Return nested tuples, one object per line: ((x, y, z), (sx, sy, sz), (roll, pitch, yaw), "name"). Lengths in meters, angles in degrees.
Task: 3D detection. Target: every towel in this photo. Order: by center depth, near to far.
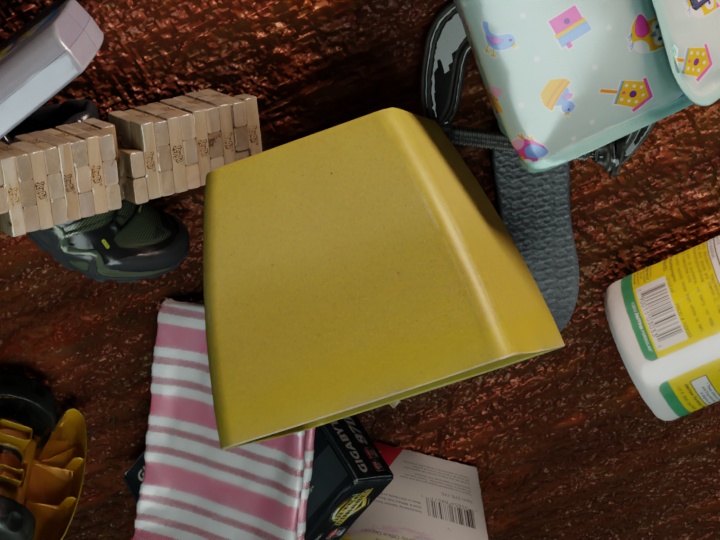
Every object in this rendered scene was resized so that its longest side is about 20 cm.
((-0.100, 0.131, 1.607), (0.146, 0.030, 0.201), (12, 100, 32), "towel")

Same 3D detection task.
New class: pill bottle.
((0.290, 0.023, 1.606), (0.199, 0.113, 0.113), (-25, 128, 15), "pill bottle")

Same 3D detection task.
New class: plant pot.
((0.000, 0.000, 1.447), (0.199, 0.200, 0.177), (-19, 85, 14), "plant pot")

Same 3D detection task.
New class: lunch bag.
((0.164, -0.182, 1.414), (0.199, 0.122, 0.171), (-20, 114, 2), "lunch bag")

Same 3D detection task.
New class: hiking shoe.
((-0.196, -0.063, 1.513), (0.199, 0.076, 0.101), (25, 127, -23), "hiking shoe")

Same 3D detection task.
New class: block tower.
((-0.165, -0.074, 1.462), (0.199, 0.058, 0.054), (-16, 111, -28), "block tower")

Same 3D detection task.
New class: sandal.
((0.123, -0.028, 1.598), (0.076, 0.043, 0.201), (1, 119, -6), "sandal")

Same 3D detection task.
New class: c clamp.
((0.114, -0.111, 1.516), (0.199, 0.027, 0.172), (2, 111, -2), "c clamp")

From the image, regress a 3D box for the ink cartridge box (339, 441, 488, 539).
((0.012, 0.255, 1.715), (0.145, 0.200, 0.145), (17, 126, -18), "ink cartridge box")

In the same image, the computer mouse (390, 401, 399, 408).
((-0.021, 0.014, 1.607), (0.200, 0.044, 0.110), (38, 92, -24), "computer mouse")

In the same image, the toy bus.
((-0.332, 0.165, 1.670), (0.199, 0.136, 0.192), (20, 141, -18), "toy bus")

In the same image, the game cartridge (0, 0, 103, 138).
((-0.220, -0.117, 1.366), (0.133, 0.200, 0.041), (-36, 104, -1), "game cartridge")

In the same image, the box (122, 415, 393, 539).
((-0.081, 0.156, 1.654), (0.046, 0.159, 0.200), (0, 139, -48), "box")
